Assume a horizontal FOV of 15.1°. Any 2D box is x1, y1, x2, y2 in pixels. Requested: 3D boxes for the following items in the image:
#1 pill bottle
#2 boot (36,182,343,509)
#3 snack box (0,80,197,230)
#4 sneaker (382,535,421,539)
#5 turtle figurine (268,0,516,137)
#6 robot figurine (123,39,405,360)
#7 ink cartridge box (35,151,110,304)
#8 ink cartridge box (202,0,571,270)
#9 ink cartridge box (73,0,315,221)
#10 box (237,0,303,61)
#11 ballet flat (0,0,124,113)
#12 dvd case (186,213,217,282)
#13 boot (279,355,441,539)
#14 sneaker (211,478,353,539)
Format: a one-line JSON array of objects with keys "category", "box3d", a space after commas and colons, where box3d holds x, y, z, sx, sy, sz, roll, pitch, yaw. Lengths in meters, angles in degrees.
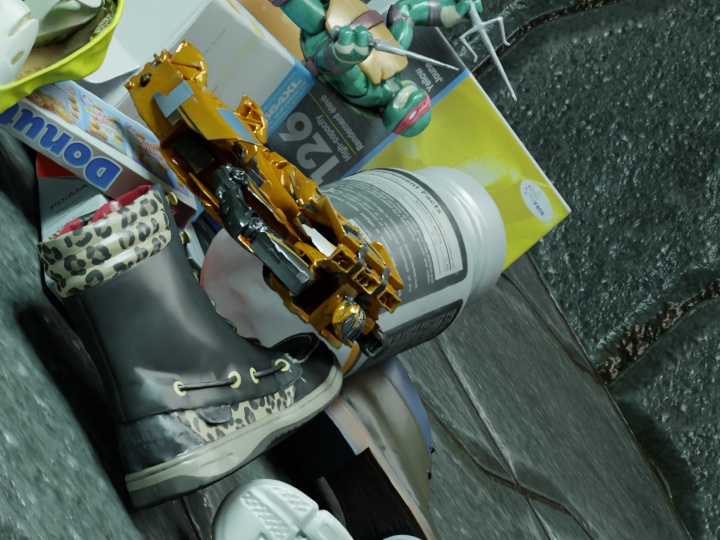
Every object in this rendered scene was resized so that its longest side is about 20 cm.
[{"category": "pill bottle", "box3d": [0.000, 0.000, 1.708, 0.200, 0.116, 0.117, -21, 77, -52]}, {"category": "boot", "box3d": [-0.089, 0.027, 1.436, 0.200, 0.073, 0.151, -34, 101, -58]}, {"category": "snack box", "box3d": [-0.177, -0.091, 1.506, 0.199, 0.024, 0.072, 33, 19, -25]}, {"category": "sneaker", "box3d": [0.059, 0.248, 1.639, 0.201, 0.073, 0.071, 60, 6, 16]}, {"category": "turtle figurine", "box3d": [0.001, -0.154, 1.732, 0.200, 0.101, 0.150, 48, 31, 1]}, {"category": "robot figurine", "box3d": [-0.048, -0.036, 1.492, 0.200, 0.058, 0.145, 49, 5, 36]}, {"category": "ink cartridge box", "box3d": [-0.123, 0.006, 1.574, 0.160, 0.047, 0.200, 53, 11, -27]}, {"category": "ink cartridge box", "box3d": [0.010, -0.053, 1.826, 0.198, 0.200, 0.047, 52, -12, -19]}, {"category": "ink cartridge box", "box3d": [-0.139, -0.137, 1.653, 0.129, 0.125, 0.200, 45, 4, 23]}, {"category": "box", "box3d": [-0.099, -0.139, 1.886, 0.201, 0.124, 0.097, 58, -9, 5]}, {"category": "ballet flat", "box3d": [-0.185, -0.123, 1.426, 0.067, 0.067, 0.200, 48, 29, 6]}, {"category": "dvd case", "box3d": [-0.077, 0.029, 1.787, 0.200, 0.025, 0.151, 51, 7, -31]}, {"category": "boot", "box3d": [0.032, 0.140, 1.739, 0.097, 0.074, 0.201, -41, 104, -46]}, {"category": "sneaker", "box3d": [-0.022, 0.201, 1.460, 0.201, 0.077, 0.082, 57, -18, -9]}]
